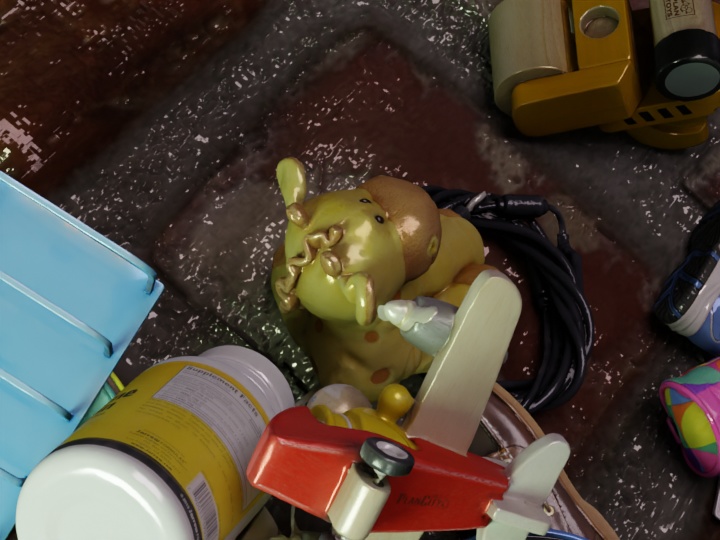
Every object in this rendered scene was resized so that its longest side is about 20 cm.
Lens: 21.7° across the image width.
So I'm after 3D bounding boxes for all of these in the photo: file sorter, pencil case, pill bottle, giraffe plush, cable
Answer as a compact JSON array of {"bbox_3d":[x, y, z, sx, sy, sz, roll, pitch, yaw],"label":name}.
[{"bbox_3d":[-0.225,0.051,1.097,0.138,0.123,0.201,32,81,-2],"label":"file sorter"},{"bbox_3d":[0.317,0.078,1.392,0.199,0.088,0.089,-24,71,-20],"label":"pencil case"},{"bbox_3d":[-0.112,0.119,1.121,0.112,0.112,0.200,40,28,3],"label":"pill bottle"},{"bbox_3d":[0.000,0.000,1.235,0.172,0.163,0.200,26,62,23],"label":"giraffe plush"},{"bbox_3d":[0.090,0.020,1.363,0.162,0.051,0.201,14,55,-17],"label":"cable"}]

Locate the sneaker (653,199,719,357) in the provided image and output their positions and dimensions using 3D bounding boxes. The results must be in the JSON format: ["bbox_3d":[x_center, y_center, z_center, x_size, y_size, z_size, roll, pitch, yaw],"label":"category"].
[{"bbox_3d":[0.302,-0.008,1.476,0.077,0.076,0.200,43,58,-8],"label":"sneaker"}]

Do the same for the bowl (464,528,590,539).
[{"bbox_3d":[0.110,0.260,1.186,0.199,0.039,0.202,2,71,-6],"label":"bowl"}]

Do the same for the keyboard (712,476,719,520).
[{"bbox_3d":[0.307,0.118,1.430,0.056,0.011,0.201,26,52,-8],"label":"keyboard"}]

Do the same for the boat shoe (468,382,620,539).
[{"bbox_3d":[0.104,0.154,1.270,0.070,0.070,0.200,-32,77,-41],"label":"boat shoe"}]

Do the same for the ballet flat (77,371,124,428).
[{"bbox_3d":[-0.229,0.039,1.197,0.199,0.067,0.067,28,23,-5],"label":"ballet flat"}]

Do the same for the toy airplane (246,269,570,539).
[{"bbox_3d":[0.025,0.114,1.133,0.200,0.200,0.141,-35,45,-19],"label":"toy airplane"}]

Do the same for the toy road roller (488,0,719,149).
[{"bbox_3d":[0.211,-0.161,1.513,0.199,0.146,0.124,-9,57,13],"label":"toy road roller"}]

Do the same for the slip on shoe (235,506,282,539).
[{"bbox_3d":[-0.099,0.211,1.119,0.061,0.076,0.200,64,27,-10],"label":"slip on shoe"}]
